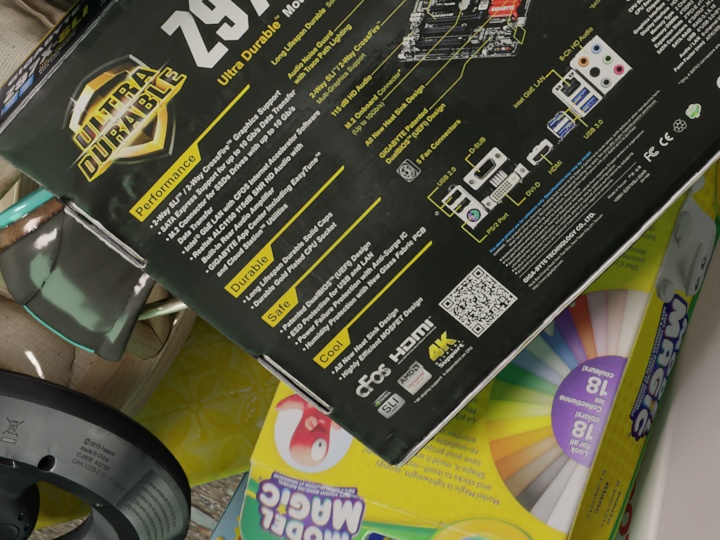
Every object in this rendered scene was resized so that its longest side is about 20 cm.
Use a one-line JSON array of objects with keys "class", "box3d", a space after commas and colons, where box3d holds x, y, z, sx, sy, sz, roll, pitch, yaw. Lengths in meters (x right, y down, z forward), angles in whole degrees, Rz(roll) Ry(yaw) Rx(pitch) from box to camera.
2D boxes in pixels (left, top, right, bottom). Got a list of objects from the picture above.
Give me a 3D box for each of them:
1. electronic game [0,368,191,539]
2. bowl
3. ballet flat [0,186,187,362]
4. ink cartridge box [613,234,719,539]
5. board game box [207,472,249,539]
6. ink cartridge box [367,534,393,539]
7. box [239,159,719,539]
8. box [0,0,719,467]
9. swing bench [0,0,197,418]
[{"class": "electronic game", "box3d": [-0.165, 0.088, 0.815, 0.198, 0.042, 0.200, 2, 148, 1]}, {"class": "bowl", "box3d": [-0.104, 0.053, 0.988, 0.200, 0.199, 0.108, -20, 84, 59]}, {"class": "ballet flat", "box3d": [-0.021, -0.043, 0.653, 0.069, 0.200, 0.068, 54, 179, -6]}, {"class": "ink cartridge box", "box3d": [0.130, 0.097, 0.757, 0.144, 0.148, 0.200, 20, 152, -13]}, {"class": "board game box", "box3d": [0.012, 0.187, 1.153, 0.199, 0.103, 0.105, 27, 156, 4]}, {"class": "ink cartridge box", "box3d": [0.054, 0.119, 1.001, 0.198, 0.037, 0.095, 1, 156, -7]}, {"class": "box", "box3d": [0.045, 0.015, 0.671, 0.117, 0.201, 0.048, 15, 165, 29]}, {"class": "box", "box3d": [0.019, -0.063, 0.581, 0.159, 0.200, 0.049, 39, -165, -20]}, {"class": "swing bench", "box3d": [-0.169, -0.052, 0.827, 0.198, 0.130, 0.200, 30, 159, 25]}]
